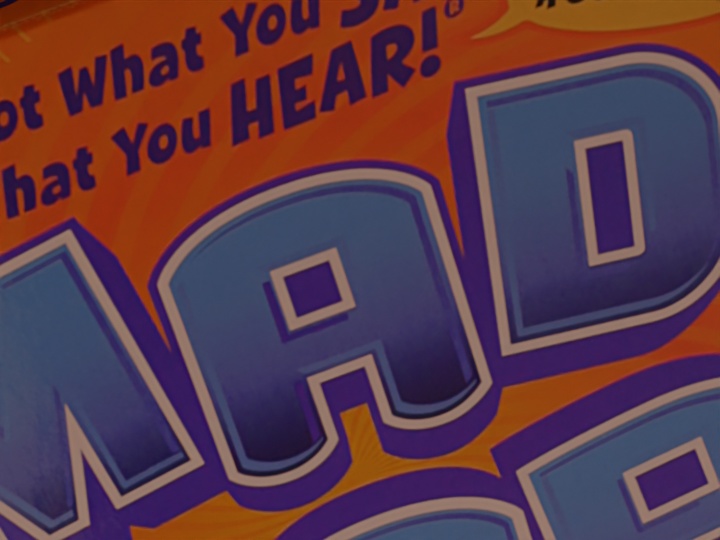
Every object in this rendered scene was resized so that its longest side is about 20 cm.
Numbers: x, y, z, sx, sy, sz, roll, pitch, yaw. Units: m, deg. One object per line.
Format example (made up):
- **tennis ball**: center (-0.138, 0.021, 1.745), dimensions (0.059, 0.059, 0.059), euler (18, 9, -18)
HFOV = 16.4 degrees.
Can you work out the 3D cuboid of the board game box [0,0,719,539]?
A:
- **board game box**: center (-0.022, -0.001, 0.527), dimensions (0.200, 0.199, 0.200), euler (-117, 8, -65)
